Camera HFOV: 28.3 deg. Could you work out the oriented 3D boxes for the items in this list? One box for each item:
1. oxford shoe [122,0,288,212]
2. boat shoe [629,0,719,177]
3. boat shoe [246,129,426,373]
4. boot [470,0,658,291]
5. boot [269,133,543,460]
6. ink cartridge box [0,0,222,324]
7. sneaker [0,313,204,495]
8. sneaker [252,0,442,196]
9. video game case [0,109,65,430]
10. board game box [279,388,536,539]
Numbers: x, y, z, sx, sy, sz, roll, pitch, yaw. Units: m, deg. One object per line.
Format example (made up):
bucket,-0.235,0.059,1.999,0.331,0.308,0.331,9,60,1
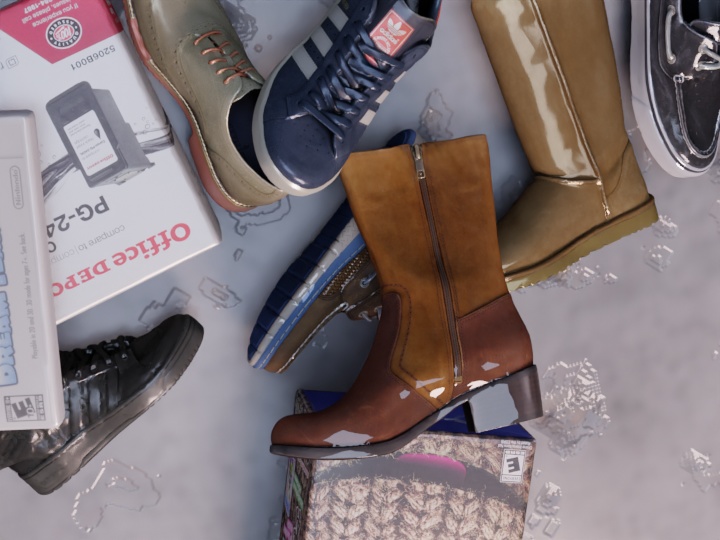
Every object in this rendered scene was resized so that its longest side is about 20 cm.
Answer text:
oxford shoe,-0.094,-0.137,0.950,0.071,0.074,0.200,-35,107,-30
boat shoe,0.238,-0.164,1.009,0.072,0.068,0.201,-10,100,-32
boat shoe,0.000,0.000,1.002,0.072,0.072,0.200,38,92,-15
boot,0.115,-0.102,1.006,0.175,0.066,0.201,-26,105,-24
boot,0.014,0.017,0.935,0.188,0.068,0.201,-13,85,-2
ink cartridge box,-0.197,-0.078,0.947,0.145,0.083,0.200,-26,103,-4
sneaker,-0.211,0.079,0.985,0.200,0.060,0.104,-43,109,3
sneaker,0.000,-0.137,0.925,0.075,0.084,0.200,38,58,-21
video game case,-0.283,0.005,0.880,0.181,0.024,0.201,-2,104,1
board game box,0.026,0.198,1.030,0.159,0.097,0.201,5,99,-11
